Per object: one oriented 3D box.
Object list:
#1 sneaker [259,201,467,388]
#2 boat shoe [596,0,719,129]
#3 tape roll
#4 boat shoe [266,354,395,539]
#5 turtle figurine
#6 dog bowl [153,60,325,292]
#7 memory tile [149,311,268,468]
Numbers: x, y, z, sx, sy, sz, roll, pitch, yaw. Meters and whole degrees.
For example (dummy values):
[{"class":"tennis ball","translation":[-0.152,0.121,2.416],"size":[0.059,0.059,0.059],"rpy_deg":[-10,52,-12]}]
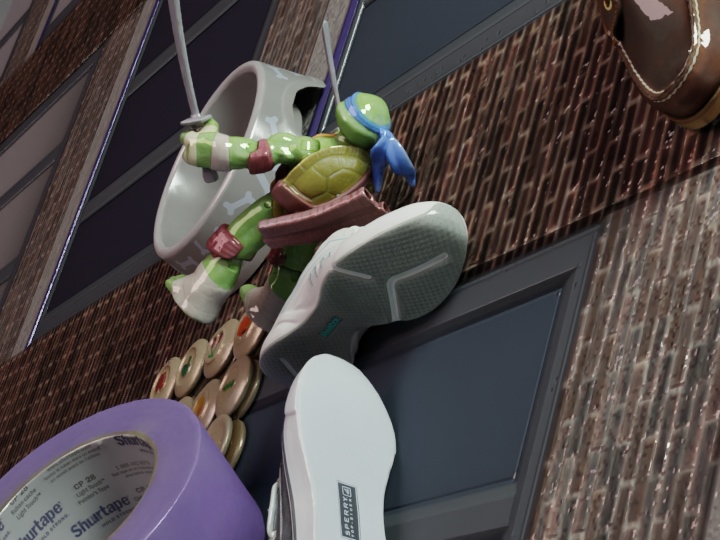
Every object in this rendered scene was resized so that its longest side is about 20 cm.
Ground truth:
[{"class":"sneaker","translation":[0.000,0.000,1.095],"size":[0.200,0.070,0.081],"rpy_deg":[-40,28,48]},{"class":"boat shoe","translation":[0.148,-0.151,0.922],"size":[0.071,0.070,0.201],"rpy_deg":[-49,27,30]},{"class":"tape roll","translation":[-0.166,0.181,1.137],"size":[0.198,0.085,0.201],"rpy_deg":[-26,26,14]},{"class":"boat shoe","translation":[-0.022,0.137,0.996],"size":[0.068,0.071,0.201],"rpy_deg":[-46,34,34]},{"class":"turtle figurine","translation":[-0.061,-0.067,1.222],"size":[0.195,0.199,0.144],"rpy_deg":[-59,-13,23]},{"class":"dog bowl","translation":[-0.102,-0.079,1.440],"size":[0.200,0.058,0.201],"rpy_deg":[-48,26,33]},{"class":"memory tile","translation":[-0.127,0.111,1.336],"size":[0.200,0.017,0.155],"rpy_deg":[-33,37,52]}]
